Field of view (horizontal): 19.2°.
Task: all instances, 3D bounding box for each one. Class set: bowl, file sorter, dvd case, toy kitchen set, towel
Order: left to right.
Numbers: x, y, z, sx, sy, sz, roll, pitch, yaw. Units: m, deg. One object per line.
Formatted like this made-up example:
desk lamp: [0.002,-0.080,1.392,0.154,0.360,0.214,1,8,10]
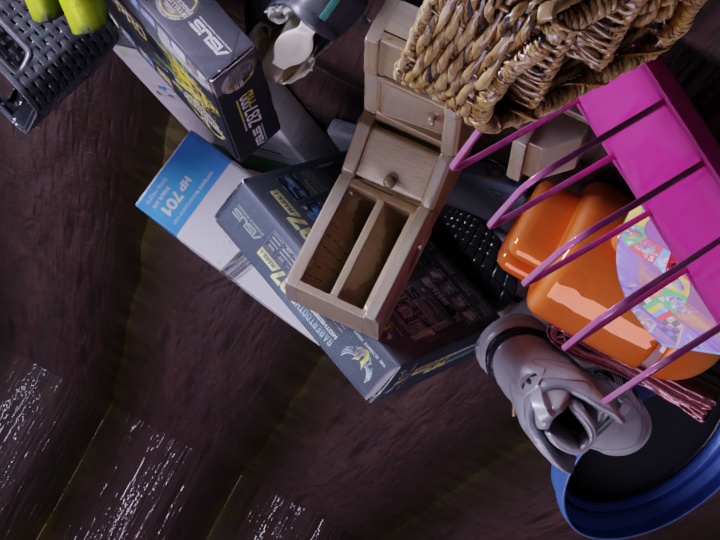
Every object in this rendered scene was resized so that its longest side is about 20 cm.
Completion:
toy kitchen set: [0.055,-0.055,1.534,0.163,0.181,0.200,24,162,8]
dvd case: [0.079,-0.063,1.776,0.199,0.018,0.143,18,161,31]
file sorter: [0.166,-0.030,1.378,0.200,0.125,0.139,58,166,7]
towel: [0.228,0.061,1.737,0.144,0.023,0.200,28,-165,6]
bowl: [0.257,0.155,1.873,0.201,0.200,0.039,47,-172,-49]

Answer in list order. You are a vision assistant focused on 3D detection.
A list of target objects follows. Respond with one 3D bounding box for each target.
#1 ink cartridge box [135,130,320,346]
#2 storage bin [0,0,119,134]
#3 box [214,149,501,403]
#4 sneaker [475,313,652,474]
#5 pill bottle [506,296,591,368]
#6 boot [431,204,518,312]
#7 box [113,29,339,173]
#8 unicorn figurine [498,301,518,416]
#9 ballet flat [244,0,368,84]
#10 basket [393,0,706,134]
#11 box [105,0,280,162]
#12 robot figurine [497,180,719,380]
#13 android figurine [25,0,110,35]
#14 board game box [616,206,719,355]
ink cartridge box: [-0.082,-0.022,1.831,0.200,0.086,0.146,38,178,7]
storage bin: [-0.280,-0.198,1.724,0.135,0.094,0.200,47,171,-7]
box: [0.000,0.000,1.692,0.200,0.051,0.158,49,-147,15]
sneaker: [0.178,0.119,1.700,0.200,0.075,0.115,36,-163,-37]
pill bottle: [0.208,0.106,1.913,0.114,0.114,0.200,16,163,37]
boot: [0.061,-0.014,1.832,0.200,0.070,0.132,34,171,22]
box: [-0.110,-0.142,1.820,0.144,0.036,0.200,17,160,34]
unicorn figurine: [0.119,0.045,1.981,0.200,0.074,0.137,46,171,-9]
ballet flat: [-0.051,-0.175,1.548,0.073,0.073,0.200,31,165,-13]
basket: [0.114,-0.144,1.223,0.149,0.143,0.200,29,165,0]
box: [-0.144,-0.189,1.573,0.200,0.049,0.161,48,169,16]
robot figurine: [0.206,0.009,1.611,0.199,0.117,0.144,28,125,-1]
android figurine: [-0.243,-0.264,1.510,0.182,0.041,0.201,24,142,50]
board game box: [0.271,0.014,1.480,0.199,0.039,0.158,8,130,17]
